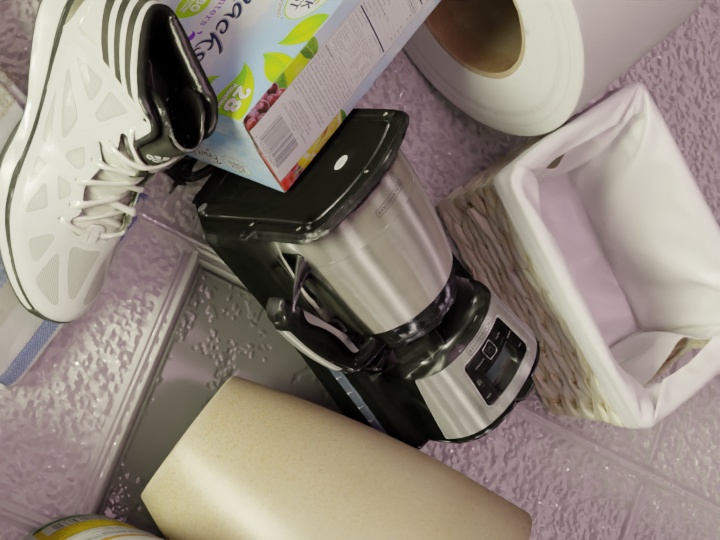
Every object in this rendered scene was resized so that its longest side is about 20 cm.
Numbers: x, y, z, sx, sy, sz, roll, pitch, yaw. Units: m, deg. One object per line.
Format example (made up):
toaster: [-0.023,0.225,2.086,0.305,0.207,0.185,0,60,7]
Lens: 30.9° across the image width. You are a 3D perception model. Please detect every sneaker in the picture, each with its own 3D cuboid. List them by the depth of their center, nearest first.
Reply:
sneaker: [-0.140,-0.055,0.712,0.075,0.115,0.204,-3,110,-42]

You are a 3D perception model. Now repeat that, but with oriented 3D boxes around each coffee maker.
coffee maker: [0.000,0.000,0.828,0.134,0.192,0.201,-39,123,-6]

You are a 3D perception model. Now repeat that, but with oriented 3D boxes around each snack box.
snack box: [-0.055,-0.160,0.799,0.201,0.167,0.068,-53,139,-18]

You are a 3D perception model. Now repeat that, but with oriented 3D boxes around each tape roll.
tape roll: [0.115,-0.212,0.866,0.139,0.202,0.204,-38,101,-22]

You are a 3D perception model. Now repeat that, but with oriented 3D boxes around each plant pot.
plant pot: [-0.028,0.162,0.795,0.199,0.187,0.188,39,71,1]

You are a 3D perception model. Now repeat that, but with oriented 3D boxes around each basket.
basket: [0.164,-0.007,0.914,0.135,0.123,0.202,-34,100,-24]

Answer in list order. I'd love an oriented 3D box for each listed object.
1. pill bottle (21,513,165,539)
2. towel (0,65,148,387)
pill bottle: [-0.135,0.199,0.715,0.111,0.199,0.115,2,84,-24]
towel: [-0.223,-0.037,0.741,0.148,0.024,0.200,-55,135,-11]
